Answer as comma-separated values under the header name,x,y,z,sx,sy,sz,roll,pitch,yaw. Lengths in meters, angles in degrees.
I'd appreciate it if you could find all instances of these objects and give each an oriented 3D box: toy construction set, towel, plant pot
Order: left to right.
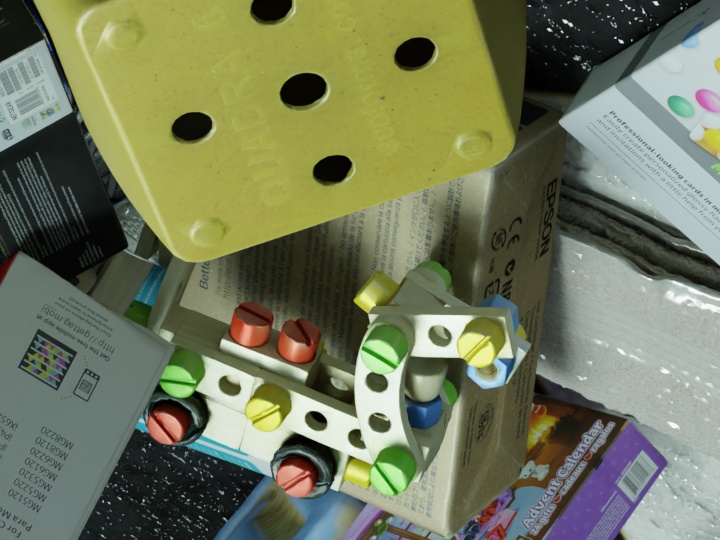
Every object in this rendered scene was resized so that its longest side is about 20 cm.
name,x,y,z,sx,sy,sz,roll,pitch,yaw
plant pot,-0.036,-0.123,1.119,0.200,0.176,0.200,-19,136,2
toy construction set,-0.029,0.025,1.298,0.200,0.092,0.131,31,129,20
towel,0.110,0.018,1.415,0.200,0.034,0.133,25,149,18

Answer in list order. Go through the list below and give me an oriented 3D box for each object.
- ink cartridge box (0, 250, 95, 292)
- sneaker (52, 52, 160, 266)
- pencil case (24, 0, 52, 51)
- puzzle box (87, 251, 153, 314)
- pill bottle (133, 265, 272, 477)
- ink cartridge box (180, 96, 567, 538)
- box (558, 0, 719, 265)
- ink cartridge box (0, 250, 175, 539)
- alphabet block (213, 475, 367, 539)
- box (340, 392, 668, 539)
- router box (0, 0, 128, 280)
name,x,y,z,sx,sy,sz,roll,pitch,yaw
ink cartridge box,-0.239,-0.047,1.458,0.165,0.075,0.200,44,176,-34
sneaker,-0.146,-0.068,1.442,0.200,0.085,0.077,42,109,9
pencil case,-0.117,-0.155,1.333,0.078,0.087,0.200,19,159,-26
puzzle box,-0.180,-0.017,1.560,0.200,0.133,0.025,3,144,42
pill bottle,-0.060,0.044,1.550,0.200,0.111,0.111,18,147,28
ink cartridge box,0.000,0.000,1.376,0.165,0.075,0.200,23,125,26
box,0.194,-0.054,1.217,0.156,0.041,0.200,41,149,-11
ink cartridge box,-0.185,0.105,1.301,0.084,0.176,0.200,32,155,-15
alphabet block,-0.009,0.239,1.645,0.200,0.196,0.195,40,-179,-10
box,0.045,0.148,1.481,0.039,0.200,0.137,47,161,-30
router box,-0.169,-0.097,1.243,0.157,0.052,0.200,58,172,23
